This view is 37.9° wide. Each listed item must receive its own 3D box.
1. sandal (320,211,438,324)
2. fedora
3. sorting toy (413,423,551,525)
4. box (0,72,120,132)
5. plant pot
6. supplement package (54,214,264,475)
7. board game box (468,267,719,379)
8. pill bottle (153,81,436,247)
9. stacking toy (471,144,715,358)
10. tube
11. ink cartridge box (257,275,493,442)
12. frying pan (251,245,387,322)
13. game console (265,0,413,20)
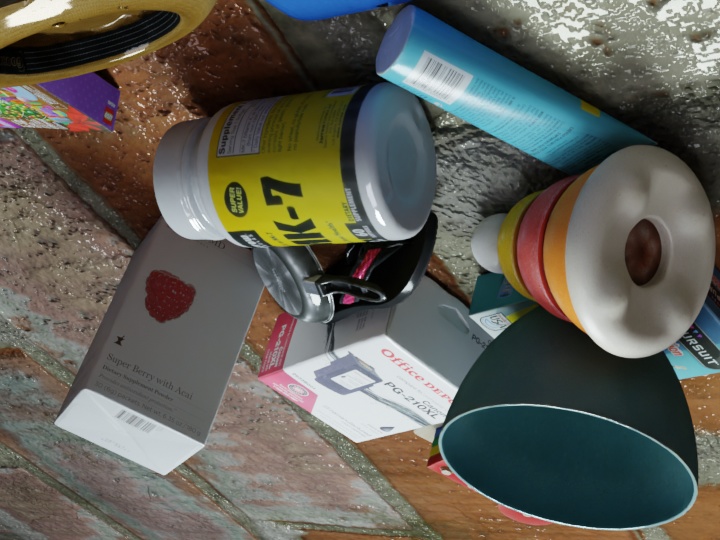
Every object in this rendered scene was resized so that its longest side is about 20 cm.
[{"bbox_3d":[0.000,0.000,0.921,0.045,0.076,0.199,24,151,-25],"label":"sandal"},{"bbox_3d":[-0.188,-0.180,0.671,0.199,0.200,0.083,-16,94,41],"label":"fedora"},{"bbox_3d":[0.183,0.207,1.141,0.197,0.070,0.200,29,145,-17],"label":"sorting toy"},{"bbox_3d":[-0.293,-0.156,0.796,0.135,0.040,0.200,6,170,19],"label":"box"},{"bbox_3d":[0.174,0.102,0.843,0.198,0.136,0.201,13,146,9],"label":"plant pot"},{"bbox_3d":[-0.184,0.067,0.992,0.120,0.202,0.120,28,147,-16],"label":"supplement package"},{"bbox_3d":[0.217,0.042,0.903,0.199,0.047,0.151,-18,133,43],"label":"board game box"},{"bbox_3d":[-0.052,-0.076,0.800,0.198,0.115,0.115,-2,142,29],"label":"pill bottle"},{"bbox_3d":[0.150,-0.019,0.793,0.146,0.147,0.199,40,162,-30],"label":"stacking toy"},{"bbox_3d":[0.106,-0.115,0.730,0.198,0.051,0.077,25,160,-21],"label":"tube"},{"bbox_3d":[0.019,0.087,1.031,0.144,0.085,0.199,36,143,-27],"label":"ink cartridge box"},{"bbox_3d":[-0.041,0.019,0.927,0.190,0.031,0.116,39,150,38],"label":"frying pan"},{"bbox_3d":[-0.003,-0.239,0.625,0.198,0.118,0.173,-4,110,29],"label":"game console"}]
